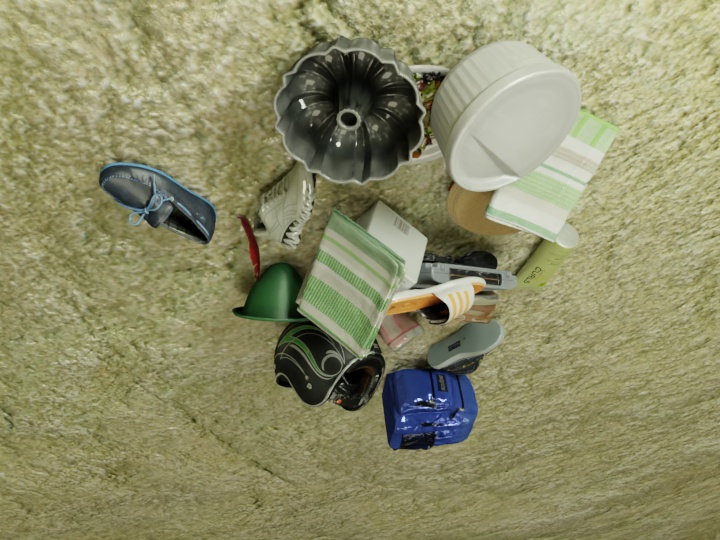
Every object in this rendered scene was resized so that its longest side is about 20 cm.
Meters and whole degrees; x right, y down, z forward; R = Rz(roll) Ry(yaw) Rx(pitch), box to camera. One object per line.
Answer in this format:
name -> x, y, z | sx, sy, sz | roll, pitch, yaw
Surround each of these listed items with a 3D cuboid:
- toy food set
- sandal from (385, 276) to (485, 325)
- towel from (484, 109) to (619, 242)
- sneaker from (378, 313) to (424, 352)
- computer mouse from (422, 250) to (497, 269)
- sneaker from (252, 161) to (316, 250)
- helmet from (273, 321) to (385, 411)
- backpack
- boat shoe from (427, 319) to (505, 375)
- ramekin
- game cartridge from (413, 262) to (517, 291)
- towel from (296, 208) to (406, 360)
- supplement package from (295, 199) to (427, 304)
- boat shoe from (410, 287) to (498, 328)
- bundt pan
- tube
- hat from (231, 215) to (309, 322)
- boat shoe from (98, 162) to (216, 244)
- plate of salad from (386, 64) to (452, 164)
toy food set -> 0.233, -0.123, 1.358 | 0.196, 0.049, 0.199 | -25, 142, 26
sandal -> 0.117, 0.062, 1.388 | 0.204, 0.060, 0.079 | -11, 159, -26
towel -> 0.286, -0.145, 1.274 | 0.147, 0.031, 0.202 | 14, 115, -32
sneaker -> 0.063, 0.099, 1.659 | 0.075, 0.105, 0.200 | -39, 172, 4
computer mouse -> 0.168, -0.022, 1.481 | 0.058, 0.035, 0.198 | -1, 175, 44
sneaker -> -0.116, -0.103, 1.316 | 0.080, 0.076, 0.201 | 13, 143, -12
helmet -> -0.066, 0.163, 1.615 | 0.199, 0.190, 0.202 | -29, 140, -28
backpack -> 0.159, 0.299, 1.884 | 0.196, 0.164, 0.169 | 1, 143, -9
boat shoe -> 0.237, 0.160, 1.776 | 0.090, 0.072, 0.199 | 21, 145, -37
ramekin -> 0.182, -0.208, 1.132 | 0.200, 0.095, 0.204 | -22, 147, -15
game cartridge -> 0.159, 0.013, 1.502 | 0.198, 0.042, 0.132 | 6, 170, -34
towel -> -0.018, 0.026, 1.340 | 0.023, 0.152, 0.202 | -31, 151, -49
supplement package -> 0.000, 0.000, 1.423 | 0.113, 0.110, 0.199 | 37, 132, -17
boat shoe -> 0.162, 0.073, 1.598 | 0.196, 0.076, 0.073 | 1, 106, -10
bundt pan -> -0.011, -0.215, 1.118 | 0.198, 0.076, 0.204 | 4, 130, 5
tube -> 0.332, -0.011, 1.547 | 0.058, 0.052, 0.201 | 38, 149, 8
hat -> -0.143, -0.008, 1.501 | 0.163, 0.179, 0.200 | 0, -175, -12
boat shoe -> -0.296, -0.099, 1.288 | 0.198, 0.070, 0.084 | 20, 139, -34
plate of salad -> 0.074, -0.207, 1.205 | 0.196, 0.049, 0.201 | -4, 147, -2
